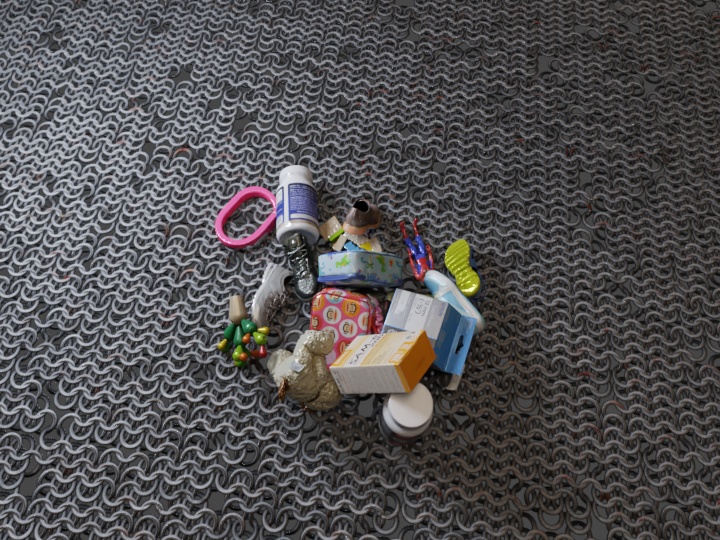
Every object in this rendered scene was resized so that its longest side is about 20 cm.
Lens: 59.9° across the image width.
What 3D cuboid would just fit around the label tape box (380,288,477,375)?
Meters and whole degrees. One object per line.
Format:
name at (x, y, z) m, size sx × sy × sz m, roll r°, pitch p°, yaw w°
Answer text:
label tape box at (0.154, 0.139, 1.435) m, size 0.196 × 0.066 × 0.146 m, roll 14°, pitch 69°, yaw 23°

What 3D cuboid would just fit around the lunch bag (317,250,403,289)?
lunch bag at (0.000, 0.000, 1.539) m, size 0.158 × 0.197 × 0.085 m, roll -3°, pitch 83°, yaw 44°

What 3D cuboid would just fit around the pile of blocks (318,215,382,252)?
pile of blocks at (-0.022, -0.068, 1.661) m, size 0.197 × 0.062 × 0.083 m, roll 28°, pitch 76°, yaw 26°

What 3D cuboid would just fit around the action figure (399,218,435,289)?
action figure at (0.156, -0.042, 1.661) m, size 0.064 × 0.052 × 0.204 m, roll -12°, pitch 66°, yaw -11°

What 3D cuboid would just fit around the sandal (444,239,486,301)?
sandal at (0.277, 0.005, 1.626) m, size 0.079 × 0.087 × 0.203 m, roll -30°, pitch 44°, yaw 23°

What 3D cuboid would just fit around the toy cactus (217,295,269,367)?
toy cactus at (-0.277, 0.144, 1.485) m, size 0.100 × 0.199 × 0.170 m, roll -4°, pitch 84°, yaw -31°

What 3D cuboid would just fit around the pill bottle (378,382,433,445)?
pill bottle at (0.100, 0.316, 1.384) m, size 0.111 × 0.201 × 0.117 m, roll 1°, pitch 67°, yaw -2°

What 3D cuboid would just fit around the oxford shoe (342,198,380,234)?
oxford shoe at (0.015, -0.154, 1.650) m, size 0.070 × 0.075 × 0.200 m, roll 20°, pitch 24°, yaw 11°

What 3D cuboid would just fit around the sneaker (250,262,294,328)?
sneaker at (-0.221, 0.073, 1.577) m, size 0.080 × 0.075 × 0.204 m, roll 11°, pitch 63°, yaw 6°

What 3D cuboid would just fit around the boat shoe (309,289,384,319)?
boat shoe at (-0.034, 0.086, 1.584) m, size 0.196 × 0.072 × 0.062 m, roll -3°, pitch 104°, yaw -16°

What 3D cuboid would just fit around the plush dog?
plush dog at (-0.109, 0.256, 1.421) m, size 0.171 × 0.199 × 0.163 m, roll 37°, pitch 36°, yaw -27°

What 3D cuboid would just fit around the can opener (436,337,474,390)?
can opener at (0.242, 0.197, 1.527) m, size 0.052 × 0.067 × 0.203 m, roll 21°, pitch 65°, yaw 9°

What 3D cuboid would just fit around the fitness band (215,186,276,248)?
fitness band at (-0.308, -0.144, 1.708) m, size 0.142 × 0.038 × 0.201 m, roll 32°, pitch 66°, yaw 15°

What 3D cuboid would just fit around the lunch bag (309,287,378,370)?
lunch bag at (-0.035, 0.151, 1.487) m, size 0.172 × 0.082 × 0.205 m, roll 11°, pitch 99°, yaw 9°

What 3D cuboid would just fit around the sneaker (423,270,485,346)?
sneaker at (0.194, 0.101, 1.516) m, size 0.130 × 0.080 × 0.200 m, roll -36°, pitch 66°, yaw -14°

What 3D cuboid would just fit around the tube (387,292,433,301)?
tube at (0.166, 0.090, 1.594) m, size 0.194 × 0.053 × 0.059 m, roll -3°, pitch 35°, yaw 1°

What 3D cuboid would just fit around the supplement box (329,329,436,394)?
supplement box at (0.047, 0.198, 1.345) m, size 0.126 × 0.197 × 0.075 m, roll -44°, pitch 114°, yaw -45°

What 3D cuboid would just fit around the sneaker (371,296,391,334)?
sneaker at (0.064, 0.163, 1.539) m, size 0.094 × 0.078 × 0.205 m, roll 1°, pitch 75°, yaw -40°

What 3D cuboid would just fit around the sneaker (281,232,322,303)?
sneaker at (-0.151, -0.014, 1.562) m, size 0.075 × 0.115 × 0.202 m, roll -21°, pitch 44°, yaw 8°

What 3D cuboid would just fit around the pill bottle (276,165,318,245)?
pill bottle at (-0.171, -0.172, 1.680) m, size 0.112 × 0.116 × 0.205 m, roll -3°, pitch 63°, yaw -3°
